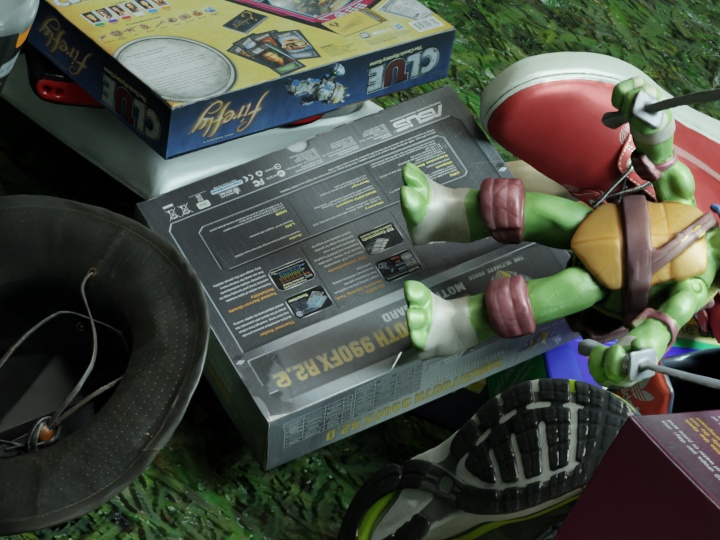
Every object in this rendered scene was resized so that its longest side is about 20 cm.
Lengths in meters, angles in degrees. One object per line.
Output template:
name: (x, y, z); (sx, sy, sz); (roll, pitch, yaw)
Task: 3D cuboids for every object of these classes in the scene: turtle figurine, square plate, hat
turtle figurine: (0.115, -0.019, 1.444); (0.192, 0.145, 0.200); (-6, 13, 9)
square plate: (-0.091, -0.100, 1.689); (0.197, 0.029, 0.200); (-12, 31, -35)
hat: (-0.155, 0.060, 1.422); (0.201, 0.200, 0.081); (53, -4, 37)

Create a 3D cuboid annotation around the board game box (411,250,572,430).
board game box: (0.120, 0.052, 1.736); (0.199, 0.057, 0.166); (23, 31, -13)

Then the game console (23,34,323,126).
game console: (-0.113, -0.148, 1.684); (0.175, 0.031, 0.200); (1, 34, -14)

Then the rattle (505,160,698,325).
rattle: (0.116, -0.008, 1.740); (0.199, 0.144, 0.130); (-5, 9, -25)

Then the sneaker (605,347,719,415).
sneaker: (0.216, 0.079, 1.531); (0.199, 0.085, 0.075); (1, 52, -31)

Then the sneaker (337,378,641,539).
sneaker: (0.078, 0.115, 1.463); (0.081, 0.199, 0.074); (25, 54, -34)

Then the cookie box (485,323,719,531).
cookie box: (0.167, 0.124, 1.579); (0.170, 0.075, 0.201); (10, 48, -24)

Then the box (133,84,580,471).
box: (0.000, 0.000, 1.553); (0.199, 0.048, 0.159); (-23, 59, -19)

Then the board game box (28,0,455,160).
board game box: (-0.065, -0.131, 1.614); (0.199, 0.035, 0.135); (-18, 43, -35)

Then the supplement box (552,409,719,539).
supplement box: (0.190, 0.133, 1.413); (0.199, 0.111, 0.086); (0, 39, -47)

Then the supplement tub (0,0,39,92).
supplement tub: (-0.245, -0.116, 1.518); (0.122, 0.201, 0.123); (21, 29, -13)

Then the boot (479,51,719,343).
boot: (0.158, -0.034, 1.598); (0.199, 0.072, 0.145); (19, 42, -37)
